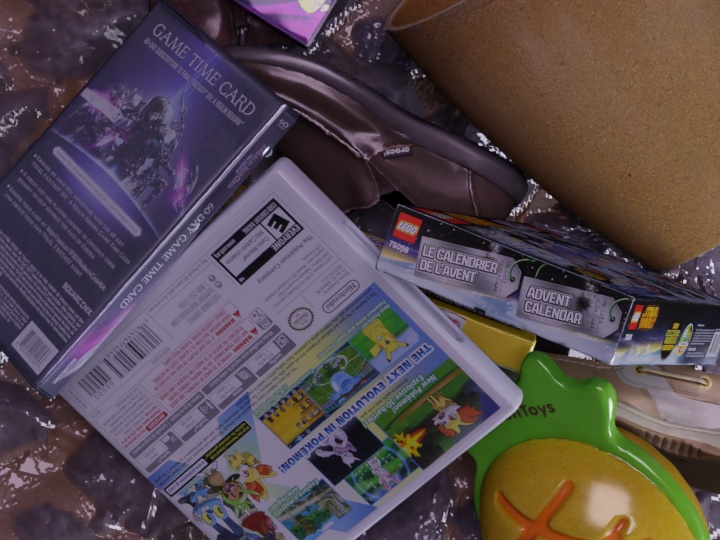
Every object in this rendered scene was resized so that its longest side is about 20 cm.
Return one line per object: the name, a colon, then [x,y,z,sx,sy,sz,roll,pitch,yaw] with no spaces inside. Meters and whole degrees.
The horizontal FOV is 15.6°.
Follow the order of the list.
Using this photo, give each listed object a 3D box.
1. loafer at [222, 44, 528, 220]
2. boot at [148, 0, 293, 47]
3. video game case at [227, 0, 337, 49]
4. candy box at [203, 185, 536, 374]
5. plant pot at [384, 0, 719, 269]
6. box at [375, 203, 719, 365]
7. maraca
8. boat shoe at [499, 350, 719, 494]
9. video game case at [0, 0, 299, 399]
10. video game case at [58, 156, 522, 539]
loafer: [-0.004,-0.065,1.482,0.200,0.073,0.071,25,83,-7]
boot: [-0.042,-0.216,1.515,0.200,0.072,0.167,-13,97,-9]
video game case: [-0.066,-0.251,1.455,0.200,0.036,0.181,33,90,-6]
candy box: [0.000,0.000,1.464,0.200,0.102,0.026,21,102,-4]
plant pot: [0.146,-0.107,1.468,0.186,0.186,0.200,-37,102,-9]
box: [0.108,0.009,1.404,0.137,0.200,0.040,21,96,21]
maraca: [0.119,0.129,1.442,0.200,0.137,0.107,60,37,-20]
boat shoe: [0.169,0.077,1.496,0.200,0.074,0.066,18,63,-3]
video game case: [-0.137,-0.042,1.430,0.200,0.143,0.019,-48,134,0]
video game case: [-0.043,0.062,1.422,0.182,0.022,0.200,45,119,-8]
